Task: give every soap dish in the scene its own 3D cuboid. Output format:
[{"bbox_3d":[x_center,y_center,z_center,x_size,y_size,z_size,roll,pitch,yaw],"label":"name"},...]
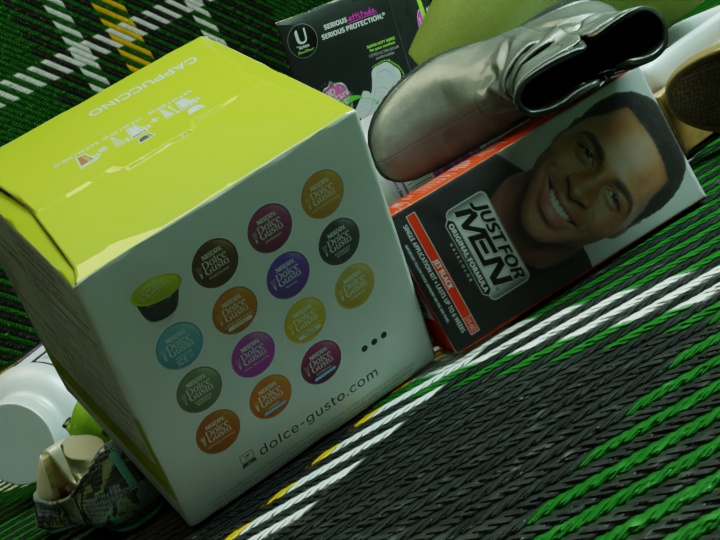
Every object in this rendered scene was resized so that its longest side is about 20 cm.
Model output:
[{"bbox_3d":[0.236,-0.140,1.141,0.157,0.082,0.199,-35,10,-29],"label":"soap dish"}]

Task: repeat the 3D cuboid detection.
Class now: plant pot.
[{"bbox_3d":[0.140,-0.213,1.108,0.200,0.187,0.187,-44,6,10],"label":"plant pot"}]

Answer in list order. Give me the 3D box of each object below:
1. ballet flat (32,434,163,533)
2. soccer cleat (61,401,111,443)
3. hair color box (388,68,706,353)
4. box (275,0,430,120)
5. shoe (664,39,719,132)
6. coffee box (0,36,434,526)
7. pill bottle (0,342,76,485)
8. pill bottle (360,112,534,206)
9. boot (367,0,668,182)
[{"bbox_3d":[-0.201,0.151,1.005,0.074,0.075,0.199,-35,9,-33],"label":"ballet flat"},{"bbox_3d":[-0.158,0.115,1.112,0.080,0.068,0.200,21,13,20],"label":"soccer cleat"},{"bbox_3d":[0.115,-0.041,0.908,0.199,0.102,0.061,-32,7,-8],"label":"hair color box"},{"bbox_3d":[0.021,-0.172,1.369,0.123,0.203,0.148,-15,6,21],"label":"box"},{"bbox_3d":[0.313,-0.149,0.972,0.198,0.071,0.053,-14,20,35],"label":"shoe"},{"bbox_3d":[-0.106,-0.004,0.889,0.199,0.199,0.199,-33,37,-19],"label":"coffee box"},{"bbox_3d":[-0.283,0.126,1.293,0.112,0.113,0.200,-27,9,17],"label":"pill bottle"},{"bbox_3d":[0.102,-0.104,1.017,0.198,0.113,0.112,-27,8,11],"label":"pill bottle"},{"bbox_3d":[0.093,-0.119,0.886,0.199,0.068,0.131,-31,13,3],"label":"boot"}]
